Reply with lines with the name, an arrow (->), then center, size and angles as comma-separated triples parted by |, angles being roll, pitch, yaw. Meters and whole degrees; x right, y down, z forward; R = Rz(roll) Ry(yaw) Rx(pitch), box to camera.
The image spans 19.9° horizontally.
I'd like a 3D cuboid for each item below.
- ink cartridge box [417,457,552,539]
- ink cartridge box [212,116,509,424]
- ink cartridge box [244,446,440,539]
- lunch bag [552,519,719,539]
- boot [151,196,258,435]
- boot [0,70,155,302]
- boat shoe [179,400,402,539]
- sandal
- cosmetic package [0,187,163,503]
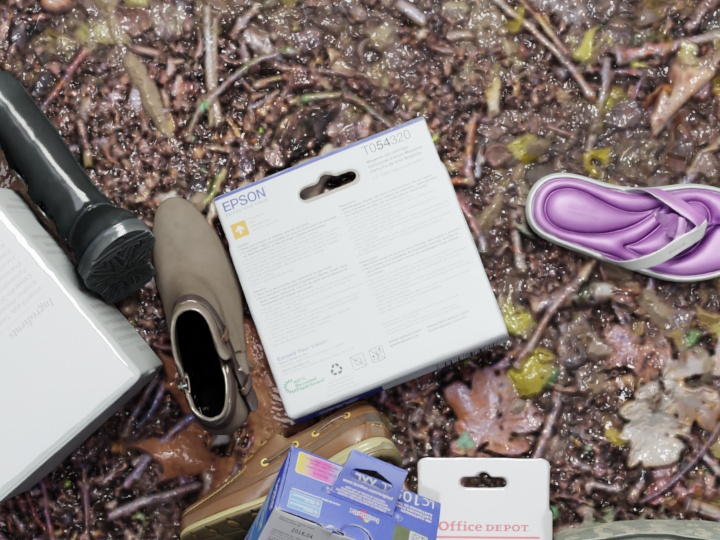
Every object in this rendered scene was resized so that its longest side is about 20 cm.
ink cartridge box -> 0.101, 0.253, 1.707 | 0.115, 0.067, 0.202 | 1, 91, 2
ink cartridge box -> 0.000, 0.000, 1.714 | 0.195, 0.043, 0.202 | -20, 76, 1
ink cartridge box -> -0.023, 0.230, 1.647 | 0.135, 0.077, 0.201 | 22, 131, -7
lunch bag -> 0.257, 0.257, 1.655 | 0.198, 0.164, 0.119 | -5, 85, 2
boot -> -0.132, 0.035, 1.672 | 0.070, 0.146, 0.202 | -21, 90, 3
boot -> -0.244, -0.080, 1.656 | 0.065, 0.165, 0.201 | -31, 80, -13
boat shoe -> -0.063, 0.174, 1.718 | 0.199, 0.072, 0.068 | -26, 56, 8
sandal -> 0.237, -0.035, 1.709 | 0.200, 0.050, 0.083 | 6, 91, 1
cosmetic package -> -0.290, 0.059, 1.666 | 0.166, 0.167, 0.200 | -41, 89, 1
